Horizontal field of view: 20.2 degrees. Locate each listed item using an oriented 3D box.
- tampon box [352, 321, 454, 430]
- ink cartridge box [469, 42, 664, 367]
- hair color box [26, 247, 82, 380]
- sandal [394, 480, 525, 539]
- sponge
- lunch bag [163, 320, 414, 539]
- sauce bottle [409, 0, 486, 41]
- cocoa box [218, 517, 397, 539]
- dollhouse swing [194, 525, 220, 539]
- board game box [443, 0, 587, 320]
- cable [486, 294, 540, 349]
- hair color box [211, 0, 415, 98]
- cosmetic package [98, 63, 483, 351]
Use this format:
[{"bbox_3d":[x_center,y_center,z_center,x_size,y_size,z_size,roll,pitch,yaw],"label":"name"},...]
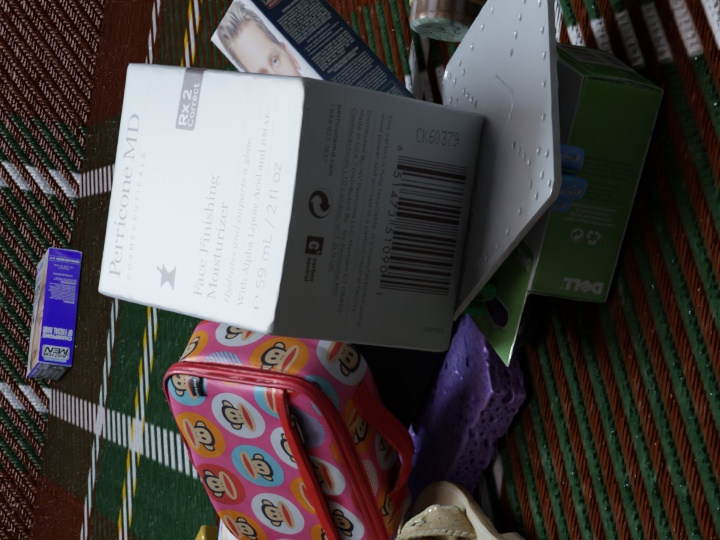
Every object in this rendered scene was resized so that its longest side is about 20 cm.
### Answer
[{"bbox_3d":[0.000,0.000,1.602,0.201,0.125,0.151,-91,18,-55],"label":"tampon box"},{"bbox_3d":[0.133,-0.043,1.347,0.104,0.059,0.202,-125,46,-67],"label":"ink cartridge box"},{"bbox_3d":[-0.517,0.074,3.416,0.109,0.064,0.202,140,134,-65],"label":"hair color box"},{"bbox_3d":[0.054,0.199,1.422,0.211,0.069,0.079,-159,70,-65],"label":"sandal"},{"bbox_3d":[0.072,0.113,1.526,0.112,0.030,0.201,-97,21,-43],"label":"sponge"},{"bbox_3d":[-0.039,0.129,1.494,0.082,0.175,0.201,-57,-41,-39],"label":"lunch bag"},{"bbox_3d":[0.077,-0.290,1.641,0.065,0.064,0.202,156,120,-70],"label":"sauce bottle"},{"bbox_3d":[-0.039,0.182,1.679,0.133,0.130,0.202,169,108,-73],"label":"cocoa box"},{"bbox_3d":[-0.128,0.372,1.846,0.175,0.181,0.202,-35,46,40],"label":"dollhouse swing"},{"bbox_3d":[0.099,-0.095,1.338,0.200,0.026,0.202,124,150,-59],"label":"board game box"},{"bbox_3d":[0.079,-0.026,1.486,0.050,0.096,0.201,54,-155,-43],"label":"cable"},{"bbox_3d":[-0.031,-0.161,1.730,0.060,0.200,0.100,-41,-3,-28],"label":"hair color box"},{"bbox_3d":[-0.050,-0.045,1.372,0.199,0.164,0.167,10,92,48],"label":"cosmetic package"}]
